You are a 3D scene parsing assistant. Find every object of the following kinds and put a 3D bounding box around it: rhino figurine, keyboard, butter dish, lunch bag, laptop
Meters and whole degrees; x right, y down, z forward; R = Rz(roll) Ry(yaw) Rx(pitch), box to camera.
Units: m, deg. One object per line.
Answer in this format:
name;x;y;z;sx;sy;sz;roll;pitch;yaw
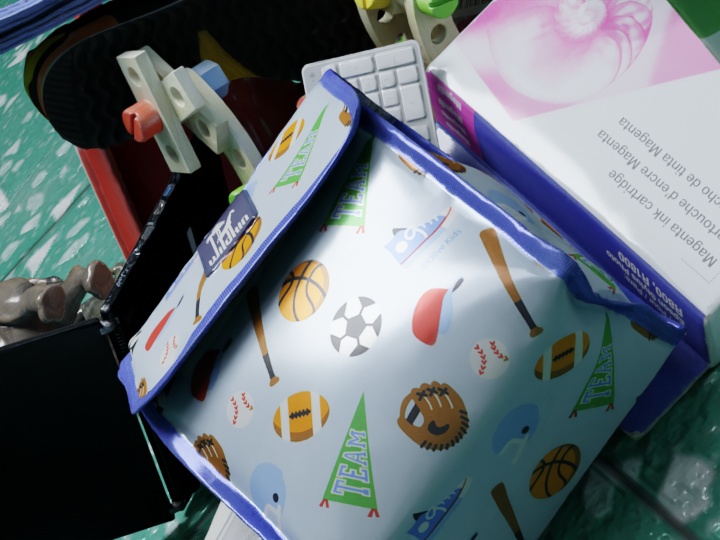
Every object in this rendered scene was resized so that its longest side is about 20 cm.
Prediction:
rhino figurine;-0.200;0.092;1.136;0.087;0.060;0.201;-9;67;47
keyboard;0.018;-0.001;0.867;0.056;0.201;0.011;-12;-7;17
butter dish;-0.078;-0.076;1.123;0.147;0.201;0.200;-19;33;2
lunch bag;-0.001;0.026;0.802;0.170;0.124;0.200;-53;50;6
laptop;-0.140;0.046;0.989;0.103;0.178;0.200;12;55;17

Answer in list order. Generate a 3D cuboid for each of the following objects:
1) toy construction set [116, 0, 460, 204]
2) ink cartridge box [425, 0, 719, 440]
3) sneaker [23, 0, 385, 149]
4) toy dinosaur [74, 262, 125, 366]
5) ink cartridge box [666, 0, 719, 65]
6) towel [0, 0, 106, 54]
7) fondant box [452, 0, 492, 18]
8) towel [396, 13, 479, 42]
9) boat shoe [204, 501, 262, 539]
toy construction set;-0.013;-0.088;0.931;0.199;0.132;0.092;-25;37;-13
ink cartridge box;0.122;-0.062;0.838;0.200;0.043;0.196;-46;53;0
sneaker;-0.080;-0.127;0.991;0.199;0.070;0.090;-22;28;-18
toy dinosaur;-0.161;0.045;1.198;0.088;0.047;0.200;-23;38;28
ink cartridge box;0.209;-0.095;0.667;0.146;0.200;0.083;-28;29;32
towel;-0.139;-0.145;0.981;0.144;0.024;0.200;-26;11;1
fondant box;0.014;-0.207;1.112;0.144;0.058;0.200;-17;36;-36
towel;-0.020;-0.153;1.096;0.200;0.030;0.146;26;32;31
boat shoe;-0.036;0.150;0.849;0.068;0.072;0.200;-24;26;38
